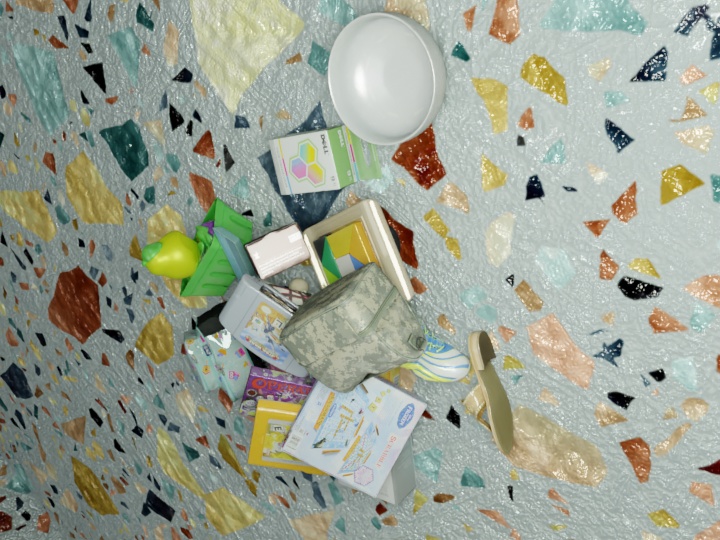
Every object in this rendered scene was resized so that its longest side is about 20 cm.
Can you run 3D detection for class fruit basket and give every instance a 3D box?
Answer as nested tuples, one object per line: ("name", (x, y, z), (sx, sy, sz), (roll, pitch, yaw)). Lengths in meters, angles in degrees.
("fruit basket", (-0.344, -0.041, 1.434), (0.216, 0.215, 0.156), (-49, 33, 42))

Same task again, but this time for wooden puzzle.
("wooden puzzle", (-0.014, -0.010, 1.216), (0.200, 0.037, 0.185), (-21, 91, 47))

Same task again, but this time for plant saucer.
("plant saucer", (-0.230, -0.006, 1.371), (0.070, 0.019, 0.200), (32, 153, 34))

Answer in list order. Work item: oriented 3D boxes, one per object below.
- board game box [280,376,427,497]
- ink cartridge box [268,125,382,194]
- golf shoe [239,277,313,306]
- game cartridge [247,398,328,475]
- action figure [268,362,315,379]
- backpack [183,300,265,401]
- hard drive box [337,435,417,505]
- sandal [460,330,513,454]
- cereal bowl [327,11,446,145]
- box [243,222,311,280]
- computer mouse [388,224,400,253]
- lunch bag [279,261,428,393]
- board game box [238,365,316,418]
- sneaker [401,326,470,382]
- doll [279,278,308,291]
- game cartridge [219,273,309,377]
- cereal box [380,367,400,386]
("board game box", (-0.013, 0.283, 1.287), (0.199, 0.041, 0.200), (29, 93, -6))
("ink cartridge box", (-0.065, -0.197, 1.241), (0.200, 0.059, 0.104), (0, 110, 39))
("golf shoe", (-0.137, 0.067, 1.322), (0.200, 0.088, 0.077), (28, 116, 4))
("game cartridge", (-0.112, 0.330, 1.361), (0.200, 0.032, 0.176), (11, 128, -5))
("action figure", (-0.139, 0.128, 1.359), (0.149, 0.134, 0.200), (-14, 86, 28))
("backpack", (-0.296, 0.189, 1.534), (0.200, 0.153, 0.176), (60, 168, -12))
("hard drive box", (0.021, 0.350, 1.415), (0.156, 0.077, 0.200), (9, 115, 37))
("sandal", (0.203, 0.209, 1.200), (0.070, 0.078, 0.212), (-11, 95, 35))
("cereal bowl", (0.050, -0.298, 1.083), (0.200, 0.083, 0.200), (17, 120, 32))
("box", (-0.157, -0.037, 1.298), (0.075, 0.100, 0.200), (65, 172, -5))
("computer mouse", (0.000, 0.000, 1.266), (0.139, 0.053, 0.200), (50, 126, 23))
("lunch bag", (-0.009, 0.106, 1.137), (0.200, 0.139, 0.168), (-31, 104, 39))
("board game box", (-0.123, 0.249, 1.336), (0.200, 0.032, 0.120), (13, 123, -10))
("sneaker", (0.095, 0.128, 1.211), (0.200, 0.076, 0.105), (18, 152, 12))
("doll", (-0.168, 0.082, 1.461), (0.136, 0.048, 0.200), (44, 131, 3))
("game cartridge", (-0.155, 0.107, 1.272), (0.200, 0.042, 0.133), (34, 121, -2))
("cereal box", (-0.013, 0.148, 1.373), (0.200, 0.040, 0.144), (13, 116, 35))
